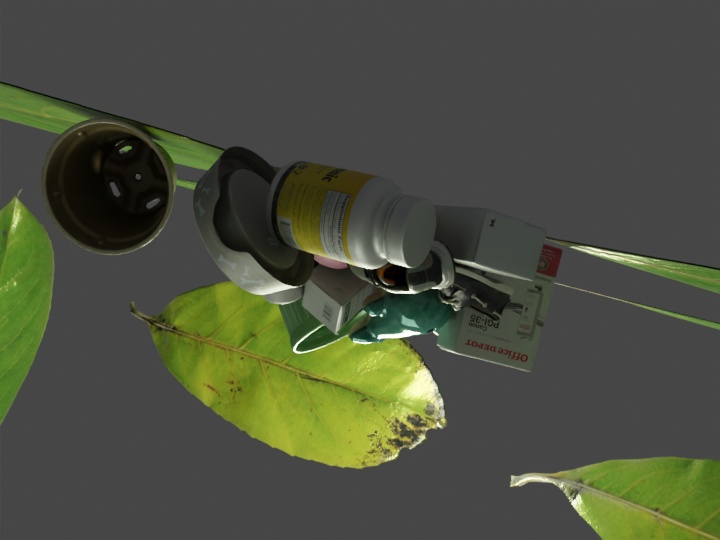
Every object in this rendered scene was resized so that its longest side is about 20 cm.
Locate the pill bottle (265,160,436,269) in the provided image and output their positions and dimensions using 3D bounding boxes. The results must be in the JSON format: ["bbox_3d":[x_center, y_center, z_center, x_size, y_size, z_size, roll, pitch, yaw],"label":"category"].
[{"bbox_3d":[-0.011,-0.065,0.907,0.197,0.113,0.111,16,-179,31],"label":"pill bottle"}]

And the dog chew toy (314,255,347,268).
[{"bbox_3d":[0.014,-0.061,1.117,0.196,0.127,0.124,6,-177,-17],"label":"dog chew toy"}]

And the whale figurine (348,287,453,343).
[{"bbox_3d":[0.068,0.070,1.162,0.157,0.200,0.105,3,-128,-46],"label":"whale figurine"}]

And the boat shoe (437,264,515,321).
[{"bbox_3d":[0.146,0.028,1.049,0.073,0.061,0.198,23,-176,44],"label":"boat shoe"}]

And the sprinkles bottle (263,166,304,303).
[{"bbox_3d":[-0.127,-0.053,1.128,0.067,0.204,0.069,-3,-155,1],"label":"sprinkles bottle"}]

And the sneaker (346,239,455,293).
[{"bbox_3d":[0.036,-0.010,0.974,0.078,0.075,0.199,-18,-166,-32],"label":"sneaker"}]

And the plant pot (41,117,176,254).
[{"bbox_3d":[-0.381,-0.144,1.189,0.197,0.204,0.184,15,-168,-5],"label":"plant pot"}]

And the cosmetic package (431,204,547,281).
[{"bbox_3d":[0.151,-0.042,1.011,0.100,0.073,0.199,15,180,-23],"label":"cosmetic package"}]

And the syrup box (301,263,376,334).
[{"bbox_3d":[0.000,0.000,1.190,0.081,0.200,0.079,37,144,17],"label":"syrup box"}]

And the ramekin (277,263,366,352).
[{"bbox_3d":[-0.051,0.056,1.308,0.197,0.099,0.200,-26,166,-7],"label":"ramekin"}]

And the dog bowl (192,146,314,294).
[{"bbox_3d":[-0.142,-0.060,0.974,0.058,0.203,0.199,-26,161,23],"label":"dog bowl"}]

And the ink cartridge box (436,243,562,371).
[{"bbox_3d":[0.221,0.045,1.174,0.144,0.204,0.083,14,180,-15],"label":"ink cartridge box"}]

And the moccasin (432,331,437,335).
[{"bbox_3d":[0.180,0.022,1.337,0.078,0.202,0.074,42,180,-4],"label":"moccasin"}]

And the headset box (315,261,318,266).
[{"bbox_3d":[-0.139,-0.074,1.267,0.171,0.094,0.200,19,157,-2],"label":"headset box"}]

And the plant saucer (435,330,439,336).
[{"bbox_3d":[0.203,0.038,1.241,0.197,0.205,0.039,15,175,-5],"label":"plant saucer"}]
